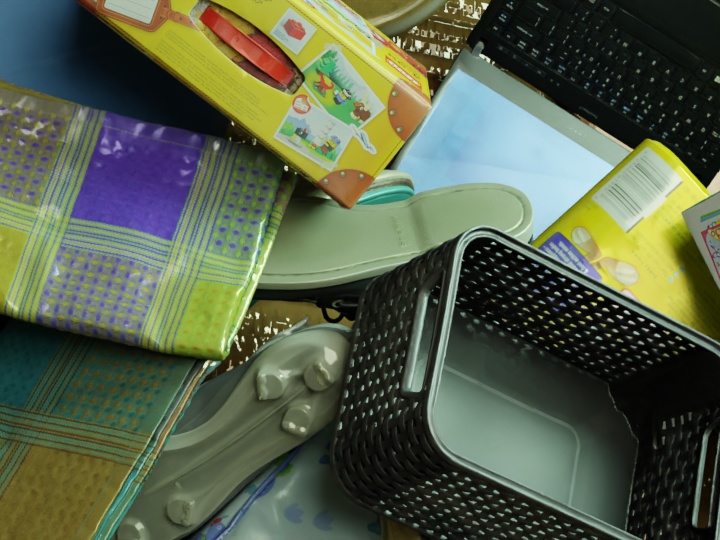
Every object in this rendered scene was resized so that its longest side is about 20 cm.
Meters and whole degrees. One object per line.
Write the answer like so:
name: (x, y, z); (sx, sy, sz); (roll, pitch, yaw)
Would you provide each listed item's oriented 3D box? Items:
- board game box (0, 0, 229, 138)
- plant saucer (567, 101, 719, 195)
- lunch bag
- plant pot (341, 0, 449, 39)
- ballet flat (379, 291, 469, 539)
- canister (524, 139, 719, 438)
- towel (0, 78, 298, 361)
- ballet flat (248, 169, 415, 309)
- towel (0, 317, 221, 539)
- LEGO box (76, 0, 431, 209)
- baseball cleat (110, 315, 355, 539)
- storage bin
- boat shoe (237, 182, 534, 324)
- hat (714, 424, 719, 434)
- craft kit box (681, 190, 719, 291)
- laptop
board game box: (-0.169, -0.123, 1.645); (0.157, 0.039, 0.201); (-19, 84, -31)
plant saucer: (0.221, -0.071, 1.779); (0.199, 0.032, 0.202); (6, 70, -18)
lunch bag: (-0.024, 0.191, 1.567); (0.161, 0.082, 0.200); (48, 64, -3)
plant pot: (-0.008, -0.219, 1.669); (0.199, 0.201, 0.028); (7, 26, -19)
ballet flat: (0.027, 0.109, 1.529); (0.068, 0.063, 0.201); (4, 71, -38)
canister: (0.140, 0.040, 1.635); (0.200, 0.087, 0.149); (-42, 89, -3)
towel: (-0.148, -0.030, 1.541); (0.199, 0.023, 0.144); (16, 59, 7)
ballet flat: (-0.059, -0.019, 1.639); (0.199, 0.069, 0.070); (-32, 85, -26)
towel: (-0.178, 0.108, 1.520); (0.201, 0.146, 0.022); (-60, 141, -25)
LEGO box: (-0.061, -0.136, 1.579); (0.200, 0.149, 0.077); (38, 100, -8)
baseball cleat: (-0.077, 0.093, 1.564); (0.199, 0.106, 0.070); (-28, 95, 17)
storage bin: (0.095, 0.080, 1.490); (0.199, 0.094, 0.136); (27, 59, -27)
boat shoe: (0.000, -0.002, 1.581); (0.198, 0.066, 0.075); (-10, 43, -3)
hat: (0.304, 0.048, 1.668); (0.165, 0.176, 0.201); (-15, 94, -23)
craft kit box: (0.285, 0.025, 1.606); (0.200, 0.048, 0.198); (-22, 82, -54)
laptop: (0.139, -0.093, 1.680); (0.177, 0.200, 0.103); (32, 32, -1)
